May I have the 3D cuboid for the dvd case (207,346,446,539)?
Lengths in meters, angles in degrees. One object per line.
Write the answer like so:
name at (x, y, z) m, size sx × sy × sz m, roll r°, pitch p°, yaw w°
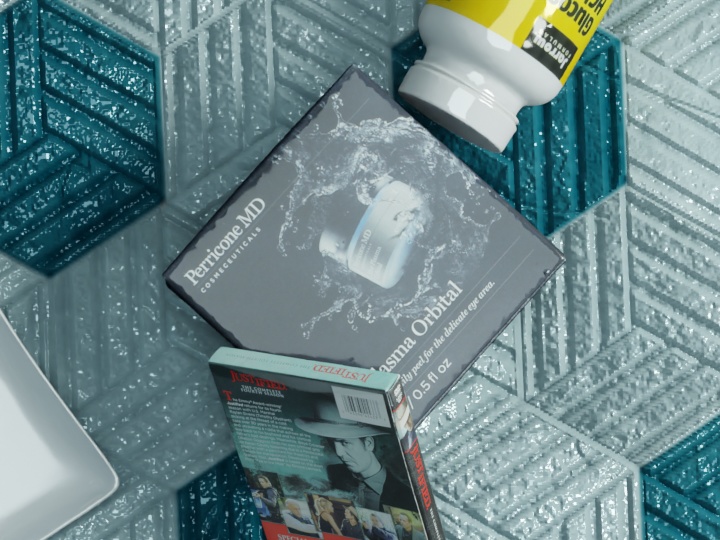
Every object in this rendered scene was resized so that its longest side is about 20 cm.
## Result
dvd case at (-0.015, 0.144, 1.538) m, size 0.146 × 0.022 × 0.200 m, roll 7°, pitch 130°, yaw 33°

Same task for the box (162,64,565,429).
box at (0.000, 0.000, 1.583) m, size 0.200 × 0.117 × 0.197 m, roll 42°, pitch 87°, yaw -1°

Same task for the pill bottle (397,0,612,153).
pill bottle at (0.112, -0.188, 1.594) m, size 0.112 × 0.112 × 0.200 m, roll 30°, pitch 88°, yaw -3°

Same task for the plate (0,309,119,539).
plate at (-0.302, 0.125, 1.603) m, size 0.200 × 0.032 × 0.200 m, roll -36°, pitch 92°, yaw -4°
